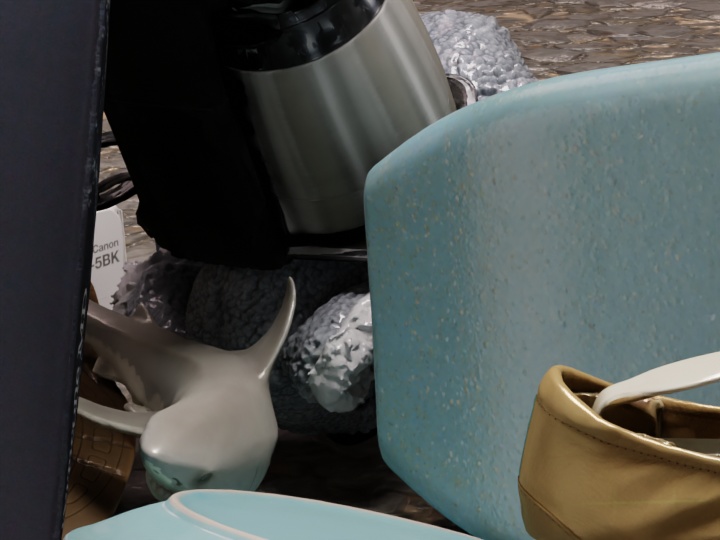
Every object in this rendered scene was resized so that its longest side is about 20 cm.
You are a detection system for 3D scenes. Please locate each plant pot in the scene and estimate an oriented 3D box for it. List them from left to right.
[{"bbox_3d":[0.113,0.011,0.961,0.199,0.197,0.196,1,8,30],"label":"plant pot"}]

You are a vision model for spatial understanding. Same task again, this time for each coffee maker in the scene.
[{"bbox_3d":[-0.068,-0.102,1.008,0.191,0.200,0.135,-14,45,9],"label":"coffee maker"}]

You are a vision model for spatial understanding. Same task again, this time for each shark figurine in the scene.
[{"bbox_3d":[-0.067,0.029,1.012,0.128,0.090,0.214,28,7,-37],"label":"shark figurine"}]

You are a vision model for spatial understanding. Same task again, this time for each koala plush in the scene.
[{"bbox_3d":[0.000,0.000,1.116,0.177,0.184,0.200,13,34,44],"label":"koala plush"}]

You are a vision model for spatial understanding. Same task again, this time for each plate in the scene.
[{"bbox_3d":[0.000,0.100,0.865,0.199,0.026,0.200,12,1,0],"label":"plate"}]

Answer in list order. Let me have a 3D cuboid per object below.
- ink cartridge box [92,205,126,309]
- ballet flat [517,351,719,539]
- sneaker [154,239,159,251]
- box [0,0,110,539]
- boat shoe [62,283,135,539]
[{"bbox_3d":[-0.228,0.012,1.232,0.200,0.083,0.147,10,20,40],"label":"ink cartridge box"},{"bbox_3d":[0.146,0.055,0.765,0.199,0.063,0.069,-1,13,6],"label":"ballet flat"},{"bbox_3d":[-0.056,-0.019,1.374,0.086,0.078,0.200,-7,4,32],"label":"sneaker"},{"bbox_3d":[-0.145,-0.009,0.837,0.117,0.198,0.200,5,-3,-6],"label":"box"},{"bbox_3d":[-0.139,0.066,1.063,0.072,0.065,0.200,15,28,-20],"label":"boat shoe"}]
